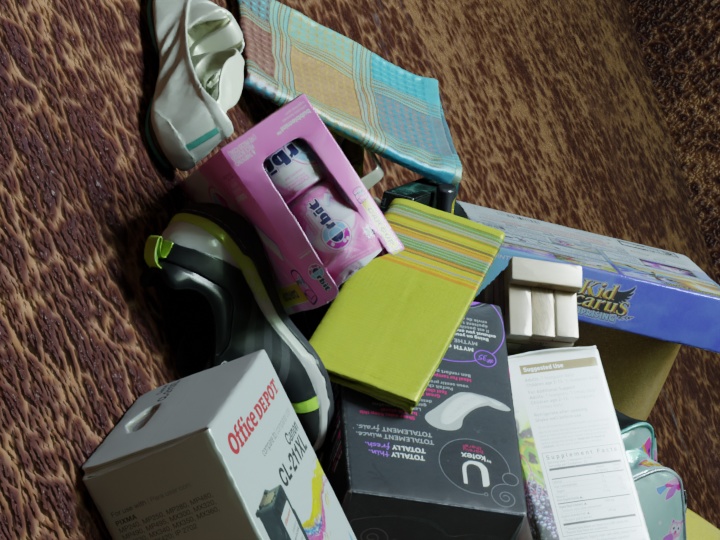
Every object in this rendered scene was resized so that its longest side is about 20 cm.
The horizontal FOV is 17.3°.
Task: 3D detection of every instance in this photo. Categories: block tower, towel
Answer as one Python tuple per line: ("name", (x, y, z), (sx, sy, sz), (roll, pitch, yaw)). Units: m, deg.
("block tower", (0.101, 0.054, 1.730), (0.200, 0.054, 0.058), (126, -33, -62))
("towel", (0.029, 0.020, 1.599), (0.200, 0.086, 0.018), (-59, 164, -50))
("towel", (-0.011, -0.147, 1.872), (0.200, 0.022, 0.147), (25, 30, -24))

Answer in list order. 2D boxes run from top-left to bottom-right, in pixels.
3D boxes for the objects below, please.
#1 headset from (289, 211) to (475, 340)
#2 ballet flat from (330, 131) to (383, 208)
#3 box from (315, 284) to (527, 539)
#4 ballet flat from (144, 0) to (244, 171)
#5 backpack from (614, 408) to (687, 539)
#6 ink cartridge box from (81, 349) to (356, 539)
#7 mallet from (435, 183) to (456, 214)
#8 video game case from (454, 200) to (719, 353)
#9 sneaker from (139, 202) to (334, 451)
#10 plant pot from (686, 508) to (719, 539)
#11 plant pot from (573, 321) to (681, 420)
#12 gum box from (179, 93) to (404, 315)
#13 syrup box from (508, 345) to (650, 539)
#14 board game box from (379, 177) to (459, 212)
("headset", (0.000, 0.000, 1.716), (0.200, 0.123, 0.094), (52, 14, 2))
("ballet flat", (-0.011, -0.052, 1.841), (0.067, 0.067, 0.200), (49, 24, -45))
("box", (0.033, 0.117, 1.582), (0.200, 0.122, 0.106), (-93, -164, -49))
("ballet flat", (-0.109, -0.143, 1.639), (0.069, 0.069, 0.200), (56, 18, -35))
("backpack", (0.155, 0.212, 1.776), (0.153, 0.176, 0.200), (36, -38, 48))
("ink cartridge box", (-0.062, 0.164, 1.331), (0.200, 0.083, 0.146), (65, 16, -11))
("mallet", (0.058, 0.027, 1.849), (0.066, 0.041, 0.200), (-46, 145, -74))
("video game case", (0.174, 0.004, 1.836), (0.181, 0.200, 0.046), (-115, -141, -78))
("sneaker", (-0.087, 0.050, 1.487), (0.083, 0.072, 0.200), (-50, 127, -35))
("plant pot", (0.232, 0.303, 1.961), (0.176, 0.200, 0.200), (51, 20, -18))
("plant pot", (0.149, 0.114, 1.903), (0.186, 0.186, 0.200), (-24, 128, -75))
("gum box", (-0.046, -0.037, 1.511), (0.114, 0.066, 0.200), (55, -12, -3))
("syrup box", (0.142, 0.160, 1.640), (0.079, 0.081, 0.200), (114, -34, -62))
("board game box", (0.033, -0.001, 1.844), (0.200, 0.028, 0.135), (-23, 127, -77))
